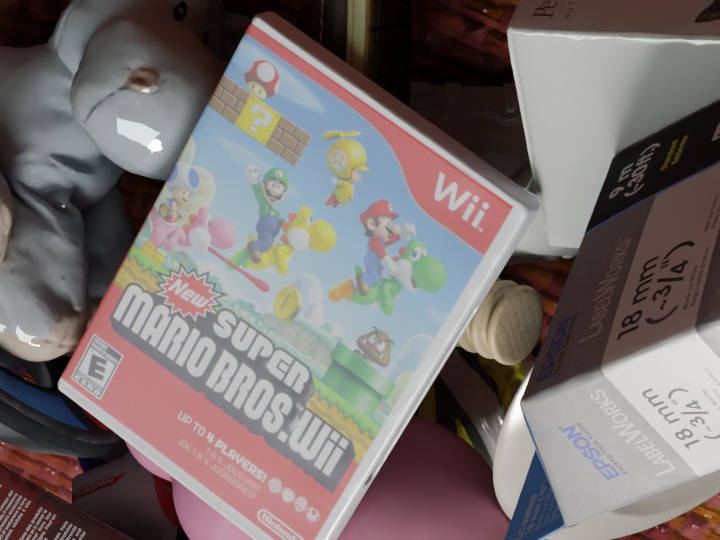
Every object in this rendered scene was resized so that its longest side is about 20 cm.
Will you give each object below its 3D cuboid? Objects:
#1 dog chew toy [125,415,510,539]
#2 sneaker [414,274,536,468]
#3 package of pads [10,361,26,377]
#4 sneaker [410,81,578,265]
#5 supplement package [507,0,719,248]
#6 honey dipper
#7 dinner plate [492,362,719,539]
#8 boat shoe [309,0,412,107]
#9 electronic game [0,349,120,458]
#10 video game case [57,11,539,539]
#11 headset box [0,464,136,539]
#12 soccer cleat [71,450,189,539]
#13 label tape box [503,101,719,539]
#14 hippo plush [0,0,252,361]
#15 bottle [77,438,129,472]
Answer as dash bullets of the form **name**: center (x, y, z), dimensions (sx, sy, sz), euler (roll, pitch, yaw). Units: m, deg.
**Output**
- **dog chew toy**: center (-0.029, 0.097, 1.167), dimensions (0.200, 0.125, 0.125), euler (37, 141, 16)
- **sneaker**: center (0.053, 0.070, 1.265), dimensions (0.085, 0.074, 0.200), euler (-4, 123, 35)
- **package of pads**: center (-0.259, 0.065, 1.290), dimensions (0.076, 0.200, 0.121), euler (10, 138, 36)
- **sneaker**: center (0.087, -0.037, 1.140), dimensions (0.200, 0.076, 0.081), euler (10, 147, 23)
- **supplement package**: center (0.174, -0.082, 1.009), dimensions (0.200, 0.117, 0.117), euler (4, 135, 20)
- **honey dipper**: center (0.000, 0.000, 1.193), dimensions (0.200, 0.038, 0.038), euler (19, 144, 41)
- **dinner plate**: center (0.150, 0.056, 1.129), dimensions (0.024, 0.200, 0.200), euler (51, 154, 36)
- **boat shoe**: center (-0.015, -0.063, 1.085), dimensions (0.065, 0.073, 0.200), euler (2, 93, 16)
- **electronic game**: center (-0.189, 0.015, 1.184), dimensions (0.200, 0.200, 0.042), euler (40, 99, -17)
- **video game case**: center (-0.031, 0.012, 1.067), dimensions (0.143, 0.017, 0.200), euler (36, 114, 13)
- **headset box**: center (-0.145, 0.165, 1.251), dimensions (0.200, 0.075, 0.149), euler (27, 164, 16)
- **soccer cleat**: center (-0.074, 0.142, 1.325), dimensions (0.085, 0.069, 0.200), euler (-15, 149, 23)
- **label tape box**: center (0.119, 0.010, 0.931), dimensions (0.200, 0.144, 0.063), euler (-28, 116, 40)
- **hippo plush**: center (-0.114, -0.064, 1.158), dimensions (0.161, 0.200, 0.159), euler (-33, 131, 16)
- **bottle**: center (-0.094, 0.047, 1.282), dimensions (0.083, 0.065, 0.200), euler (7, 147, -10)
